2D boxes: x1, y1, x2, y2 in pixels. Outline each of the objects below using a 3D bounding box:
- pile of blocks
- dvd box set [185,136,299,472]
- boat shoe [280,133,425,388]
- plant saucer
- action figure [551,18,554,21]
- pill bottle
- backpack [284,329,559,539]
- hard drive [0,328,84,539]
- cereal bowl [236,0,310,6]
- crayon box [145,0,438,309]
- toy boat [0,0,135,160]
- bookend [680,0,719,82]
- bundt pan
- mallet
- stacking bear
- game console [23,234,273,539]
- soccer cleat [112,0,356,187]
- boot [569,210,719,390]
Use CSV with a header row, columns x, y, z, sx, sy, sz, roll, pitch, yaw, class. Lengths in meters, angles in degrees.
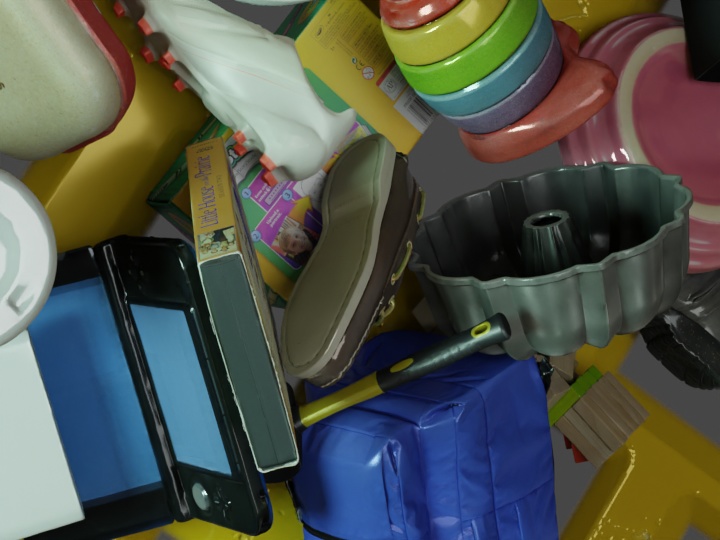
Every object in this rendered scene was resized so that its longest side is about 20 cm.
x,y,z,sx,sy,sz,roll,pitch,yaw,class
0.116,0.080,1.558,0.199,0.082,0.062,33,124,-13,pile of blocks
-0.076,0.017,1.329,0.029,0.200,0.147,-15,115,0,dvd box set
0.000,0.000,1.390,0.060,0.072,0.201,43,42,-31,boat shoe
0.240,-0.100,1.559,0.199,0.051,0.202,8,71,-25,plant saucer
0.100,-0.218,1.516,0.098,0.065,0.202,-6,96,-33,action figure
-0.265,-0.014,1.302,0.113,0.200,0.115,-2,95,-23,pill bottle
0.039,0.163,1.462,0.167,0.162,0.201,-27,115,-36,backpack
-0.293,0.127,1.368,0.199,0.026,0.133,-17,101,-6,hard drive
-0.071,-0.276,1.425,0.199,0.083,0.202,0,90,-23,cereal bowl
-0.041,-0.088,1.469,0.119,0.058,0.200,41,78,-20,crayon box
-0.216,-0.181,1.370,0.200,0.130,0.131,55,43,-18,toy boat
0.250,-0.231,1.527,0.199,0.092,0.200,3,69,-23,bookend
0.133,-0.001,1.439,0.201,0.202,0.076,-21,113,-20,bundt pan
0.005,0.067,1.375,0.199,0.066,0.041,-31,138,14,mallet
0.063,-0.177,1.404,0.114,0.122,0.200,-38,122,5,stacking bear
-0.163,0.089,1.376,0.118,0.170,0.201,-22,102,-27,game console
-0.088,-0.144,1.400,0.078,0.069,0.200,-41,83,-13,soccer cleat
0.234,-0.017,1.597,0.200,0.070,0.132,44,68,-21,boot
